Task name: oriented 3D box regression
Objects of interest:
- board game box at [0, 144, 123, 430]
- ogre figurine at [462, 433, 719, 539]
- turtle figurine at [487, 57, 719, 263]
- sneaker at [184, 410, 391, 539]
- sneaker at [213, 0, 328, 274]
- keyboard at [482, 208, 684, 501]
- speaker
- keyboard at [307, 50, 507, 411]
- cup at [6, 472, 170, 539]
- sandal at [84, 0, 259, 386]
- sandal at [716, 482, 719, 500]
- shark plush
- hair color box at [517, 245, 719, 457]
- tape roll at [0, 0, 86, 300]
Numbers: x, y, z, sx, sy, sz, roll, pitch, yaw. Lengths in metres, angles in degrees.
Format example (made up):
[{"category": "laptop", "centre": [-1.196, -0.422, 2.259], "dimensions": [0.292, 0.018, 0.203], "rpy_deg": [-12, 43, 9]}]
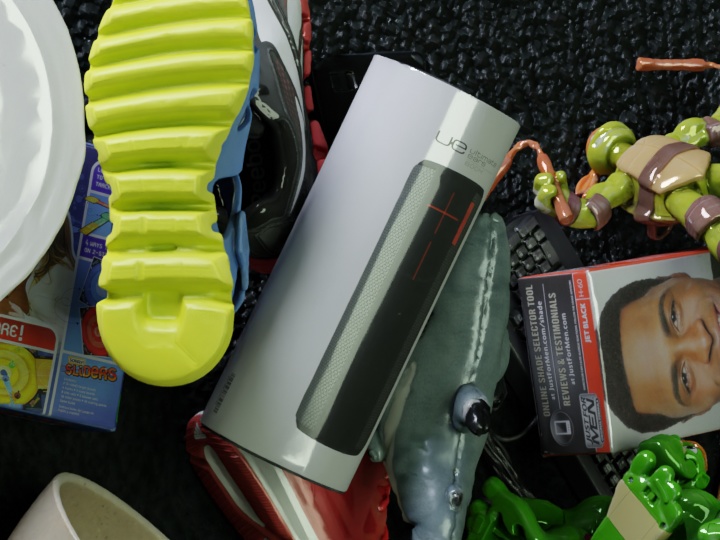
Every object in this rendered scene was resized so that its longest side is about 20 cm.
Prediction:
[{"category": "board game box", "centre": [-0.198, -0.009, 1.315], "dimensions": [0.199, 0.034, 0.136], "rpy_deg": [15, 79, -31]}, {"category": "ogre figurine", "centre": [0.139, 0.136, 1.424], "dimensions": [0.120, 0.200, 0.099], "rpy_deg": [6, 63, -51]}, {"category": "turtle figurine", "centre": [0.166, -0.043, 1.504], "dimensions": [0.200, 0.161, 0.065], "rpy_deg": [-28, 126, -29]}, {"category": "sneaker", "centre": [0.006, 0.129, 1.429], "dimensions": [0.115, 0.078, 0.201], "rpy_deg": [-38, 110, -26]}, {"category": "sneaker", "centre": [-0.063, -0.098, 1.366], "dimensions": [0.098, 0.071, 0.201], "rpy_deg": [4, 74, -72]}, {"category": "keyboard", "centre": [0.108, 0.075, 1.529], "dimensions": [0.127, 0.021, 0.200], "rpy_deg": [-41, 109, -27]}, {"category": "speaker", "centre": [0.000, 0.000, 1.336], "dimensions": [0.081, 0.081, 0.201], "rpy_deg": [27, 89, -29]}, {"category": "keyboard", "centre": [0.006, -0.016, 1.444], "dimensions": [0.104, 0.040, 0.201], "rpy_deg": [-3, 72, -30]}, {"category": "cup", "centre": [-0.122, 0.215, 1.295], "dimensions": [0.143, 0.200, 0.200], "rpy_deg": [-43, 113, 3]}, {"category": "sandal", "centre": [-0.084, -0.049, 1.284], "dimensions": [0.079, 0.087, 0.201], "rpy_deg": [6, 91, 8]}, {"category": "sandal", "centre": [0.196, 0.185, 1.555], "dimensions": [0.059, 0.079, 0.208], "rpy_deg": [16, 72, -30]}, {"category": "shark plush", "centre": [0.035, 0.073, 1.352], "dimensions": [0.091, 0.083, 0.201], "rpy_deg": [27, 60, -19]}, {"category": "hair color box", "centre": [0.185, 0.039, 1.542], "dimensions": [0.199, 0.061, 0.102], "rpy_deg": [-10, 92, -38]}, {"category": "tape roll", "centre": [-0.225, -0.068, 1.230], "dimensions": [0.202, 0.071, 0.204], "rpy_deg": [2, 86, -32]}]
